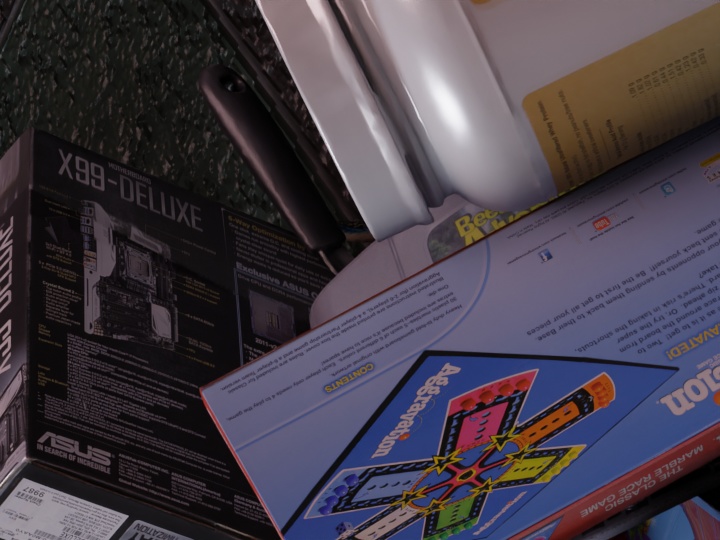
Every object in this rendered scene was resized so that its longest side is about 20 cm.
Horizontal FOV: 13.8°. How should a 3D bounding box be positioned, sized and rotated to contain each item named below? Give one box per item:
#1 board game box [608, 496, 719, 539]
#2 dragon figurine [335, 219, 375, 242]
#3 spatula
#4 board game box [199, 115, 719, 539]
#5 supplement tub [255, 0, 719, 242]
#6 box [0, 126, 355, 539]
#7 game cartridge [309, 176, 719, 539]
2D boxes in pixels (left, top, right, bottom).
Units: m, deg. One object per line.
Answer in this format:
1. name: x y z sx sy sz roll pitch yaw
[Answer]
1. board game box: 0.075 0.145 1.034 0.200 0.039 0.158 37 115 48
2. dragon figurine: 0.057 -0.077 1.071 0.200 0.059 0.100 -28 64 48
3. spatula: 0.000 0.000 1.067 0.200 0.056 0.021 51 134 21
4. board game box: 0.061 0.029 0.907 0.103 0.200 0.019 57 172 38
5. supplement tub: 0.068 -0.106 0.921 0.200 0.145 0.145 -26 57 2
6. box: -0.041 0.051 1.037 0.050 0.200 0.158 -49 31 35
7. game cartridge: 0.081 0.014 0.976 0.200 0.041 0.133 -28 56 16
